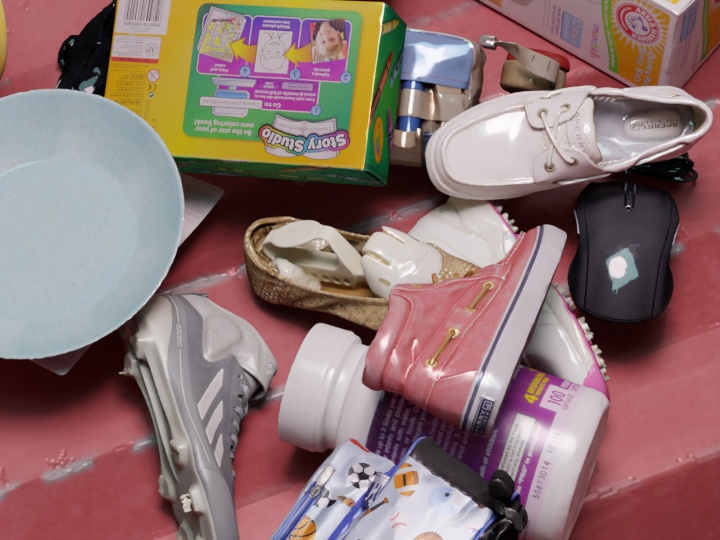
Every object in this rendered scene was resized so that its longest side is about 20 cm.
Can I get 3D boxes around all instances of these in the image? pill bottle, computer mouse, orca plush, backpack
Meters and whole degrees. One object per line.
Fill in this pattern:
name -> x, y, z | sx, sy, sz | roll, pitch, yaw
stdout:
pill bottle -> 0.053, 0.102, 1.485 | 0.200, 0.112, 0.112 | 18, 58, 11
computer mouse -> 0.159, -0.046, 1.596 | 0.140, 0.046, 0.200 | 11, 40, 9
orca plush -> -0.161, -0.180, 1.700 | 0.200, 0.071, 0.105 | -37, 63, -22
backpack -> 0.008, 0.208, 1.376 | 0.154, 0.200, 0.191 | 24, 66, 21

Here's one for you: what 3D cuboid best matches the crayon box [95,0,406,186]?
crayon box -> -0.076, -0.127, 1.580 | 0.200, 0.058, 0.119 | 5, 82, 16

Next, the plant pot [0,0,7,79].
plant pot -> -0.366, -0.169, 1.632 | 0.189, 0.201, 0.201 | -20, 57, -31

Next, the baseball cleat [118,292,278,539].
baseball cleat -> -0.094, 0.099, 1.515 | 0.106, 0.070, 0.200 | -8, 66, -26

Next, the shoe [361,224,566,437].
shoe -> 0.067, 0.022, 1.442 | 0.091, 0.072, 0.200 | 21, 38, 6

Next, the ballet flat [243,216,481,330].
ballet flat -> 0.000, 0.000, 1.543 | 0.200, 0.065, 0.071 | 6, 52, 31

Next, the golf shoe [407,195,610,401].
golf shoe -> 0.096, 0.032, 1.565 | 0.091, 0.075, 0.200 | -31, 55, -6

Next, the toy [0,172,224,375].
toy -> -0.195, -0.004, 1.597 | 0.115, 0.047, 0.200 | 24, 54, 20

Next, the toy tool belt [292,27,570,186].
toy tool belt -> 0.043, -0.108, 1.641 | 0.200, 0.125, 0.123 | 10, 88, 11

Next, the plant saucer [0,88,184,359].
plant saucer -> -0.214, -0.027, 1.540 | 0.201, 0.039, 0.201 | -3, 66, 7

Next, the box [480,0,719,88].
box -> 0.179, -0.234, 1.711 | 0.200, 0.113, 0.101 | 33, 62, 19

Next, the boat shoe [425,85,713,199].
boat shoe -> 0.144, -0.094, 1.557 | 0.200, 0.069, 0.071 | -13, 92, -11
